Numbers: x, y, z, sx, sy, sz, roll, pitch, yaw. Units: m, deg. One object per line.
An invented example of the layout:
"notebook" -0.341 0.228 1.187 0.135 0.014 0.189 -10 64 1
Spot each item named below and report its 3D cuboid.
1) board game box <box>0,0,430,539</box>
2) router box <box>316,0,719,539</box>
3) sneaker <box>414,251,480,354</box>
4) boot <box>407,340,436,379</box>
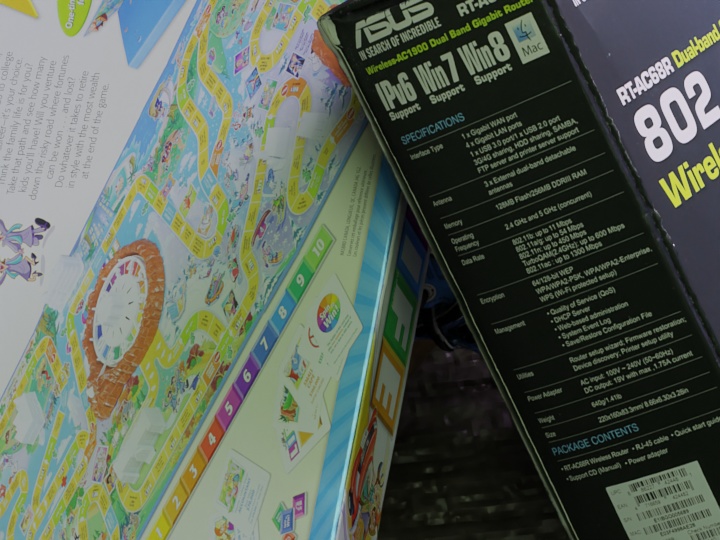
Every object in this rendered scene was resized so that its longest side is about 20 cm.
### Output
"board game box" -0.055 0.010 0.718 0.134 0.034 0.201 6 71 16
"router box" 0.093 -0.033 0.730 0.200 0.062 0.150 -35 100 -51
"sneaker" 0.000 0.000 0.782 0.199 0.079 0.089 23 58 6
"boot" -0.024 0.065 0.790 0.175 0.066 0.200 30 48 8
